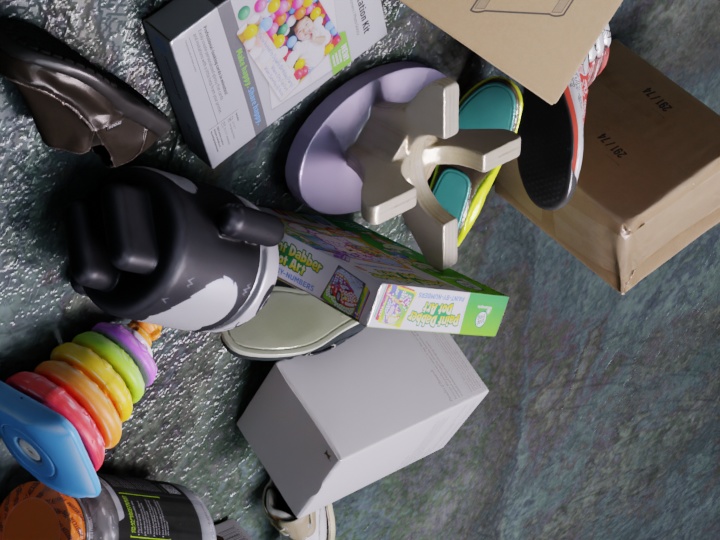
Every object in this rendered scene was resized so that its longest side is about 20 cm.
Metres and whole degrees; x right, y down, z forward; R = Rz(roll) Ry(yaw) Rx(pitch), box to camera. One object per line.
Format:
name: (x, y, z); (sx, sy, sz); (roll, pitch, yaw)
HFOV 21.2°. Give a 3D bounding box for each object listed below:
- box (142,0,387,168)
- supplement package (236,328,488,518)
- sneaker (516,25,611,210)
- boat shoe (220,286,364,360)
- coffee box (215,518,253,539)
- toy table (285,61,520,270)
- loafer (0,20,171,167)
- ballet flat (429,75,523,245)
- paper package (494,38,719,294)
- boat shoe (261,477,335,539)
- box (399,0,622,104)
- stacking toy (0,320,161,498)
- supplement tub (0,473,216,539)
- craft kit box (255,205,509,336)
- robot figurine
box: (-0.073, -0.198, 1.571); (0.200, 0.041, 0.157); (-40, 146, -18)
supplement package: (0.002, 0.134, 1.895); (0.199, 0.120, 0.122); (-22, 158, -37)
sneaker: (0.191, -0.161, 1.762); (0.107, 0.067, 0.204); (-12, 96, -50)
boat shoe: (-0.057, 0.050, 1.814); (0.198, 0.075, 0.066); (-25, 162, -40)
coffee box: (-0.193, 0.343, 1.931); (0.199, 0.080, 0.114); (-18, 137, -40)
toy table: (0.043, -0.104, 1.716); (0.199, 0.117, 0.185); (-37, 136, -27)
loafer: (-0.215, -0.121, 1.442); (0.072, 0.073, 0.200); (-54, 148, 3)
ballet flat: (0.109, -0.108, 1.873); (0.067, 0.066, 0.201); (-38, 155, -58)
paper package: (0.259, -0.106, 1.917); (0.190, 0.200, 0.104); (-33, 144, -23)
boat shoe: (-0.069, 0.239, 1.992); (0.068, 0.075, 0.202); (-20, 127, -34)
box: (0.132, -0.265, 1.656); (0.199, 0.021, 0.164); (32, 98, -16)
stacking toy: (-0.218, 0.084, 1.643); (0.200, 0.115, 0.110); (-49, 145, -28)
supplement tub: (-0.233, 0.247, 1.747); (0.123, 0.122, 0.199); (-56, 147, 10)
craft kit box: (0.000, 0.000, 1.710); (0.199, 0.197, 0.049); (6, 109, -53)
robot figurine: (-0.153, -0.013, 1.577); (0.199, 0.149, 0.126); (15, 98, -55)
